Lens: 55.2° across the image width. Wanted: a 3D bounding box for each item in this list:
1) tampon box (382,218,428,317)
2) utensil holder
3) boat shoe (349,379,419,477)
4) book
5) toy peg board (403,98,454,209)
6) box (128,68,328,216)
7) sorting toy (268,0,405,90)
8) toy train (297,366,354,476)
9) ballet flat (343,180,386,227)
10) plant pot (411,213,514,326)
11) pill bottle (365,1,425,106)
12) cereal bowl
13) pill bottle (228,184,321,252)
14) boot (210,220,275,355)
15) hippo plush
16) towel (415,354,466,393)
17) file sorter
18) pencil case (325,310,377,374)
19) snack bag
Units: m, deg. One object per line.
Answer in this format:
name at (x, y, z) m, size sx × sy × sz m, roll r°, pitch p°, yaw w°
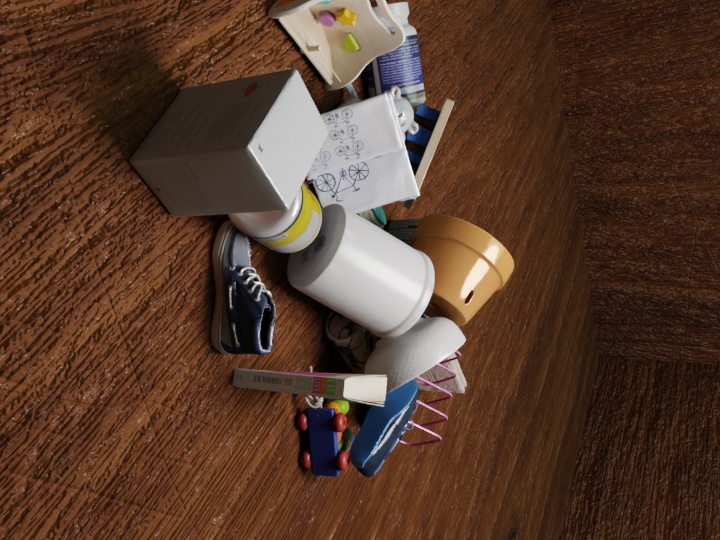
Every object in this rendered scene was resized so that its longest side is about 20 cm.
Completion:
tampon box at (0.103, 0.014, 1.463) m, size 0.150 × 0.126 × 0.201 m, roll 54°, pitch 46°, yaw -46°
utensil holder at (0.000, 0.000, 1.180) m, size 0.200 × 0.170 × 0.171 m, roll 31°, pitch 61°, yaw -31°
boat shoe at (0.044, 0.285, 1.263) m, size 0.200 × 0.084 × 0.069 m, roll -47°, pitch 132°, yaw -28°
book at (-0.078, 0.174, 1.066) m, size 0.133 × 0.199 × 0.048 m, roll 22°, pitch 72°, yaw -58°
toy peg board at (0.098, -0.241, 1.384) m, size 0.199 × 0.097 × 0.201 m, roll 1°, pitch 111°, yaw -88°
box at (-0.169, -0.163, 0.903) m, size 0.107 × 0.199 × 0.153 m, roll 60°, pitch 42°, yaw -42°
sorting toy at (-0.023, -0.421, 1.183) m, size 0.200 × 0.179 × 0.107 m, roll 43°, pitch 54°, yaw -53°
toy train at (-0.054, 0.253, 1.238) m, size 0.116 × 0.084 × 0.201 m, roll -26°, pitch 113°, yaw -69°
ballet flat at (-0.004, -0.133, 1.340) m, size 0.200 × 0.062 × 0.068 m, roll 49°, pitch 27°, yaw -63°
plant pot at (0.168, 0.010, 1.290) m, size 0.140 × 0.199 × 0.200 m, roll -60°, pitch 141°, yaw -18°
pill bottle at (0.064, -0.433, 1.403) m, size 0.116 × 0.115 × 0.201 m, roll -37°, pitch 122°, yaw -55°
cereal bowl at (0.087, 0.142, 1.250) m, size 0.084 × 0.200 × 0.200 m, roll 58°, pitch 32°, yaw 4°
pill bottle at (-0.121, -0.088, 1.047) m, size 0.200 × 0.111 × 0.113 m, roll 42°, pitch 52°, yaw -78°
boot at (-0.165, 0.025, 1.020) m, size 0.073 × 0.090 × 0.201 m, roll 3°, pitch 88°, yaw -60°
hippo plush at (0.029, -0.258, 1.295) m, size 0.160 × 0.160 × 0.201 m, roll 61°, pitch 40°, yaw -40°
towel at (0.156, 0.202, 1.550) m, size 0.035 × 0.132 × 0.201 m, roll -63°, pitch 141°, yaw -41°
file sorter at (0.113, 0.246, 1.423) m, size 0.125 × 0.139 × 0.201 m, roll 29°, pitch 60°, yaw -19°
pencil case at (0.004, 0.148, 1.335) m, size 0.200 × 0.077 × 0.090 m, roll 58°, pitch 44°, yaw -43°
snack bag at (-0.009, -0.191, 1.212) m, size 0.021 × 0.188 × 0.201 m, roll -92°, pitch 165°, yaw -65°
